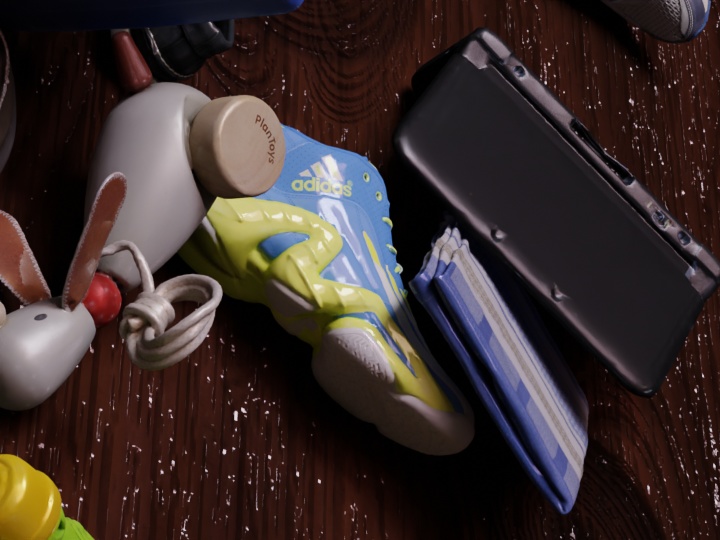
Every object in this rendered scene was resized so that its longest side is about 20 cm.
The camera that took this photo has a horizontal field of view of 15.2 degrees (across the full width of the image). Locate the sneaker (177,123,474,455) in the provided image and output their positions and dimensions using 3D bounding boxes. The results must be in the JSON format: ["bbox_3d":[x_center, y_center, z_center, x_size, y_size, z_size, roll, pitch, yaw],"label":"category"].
[{"bbox_3d":[0.000,0.000,1.378,0.200,0.076,0.105,43,66,-8],"label":"sneaker"}]

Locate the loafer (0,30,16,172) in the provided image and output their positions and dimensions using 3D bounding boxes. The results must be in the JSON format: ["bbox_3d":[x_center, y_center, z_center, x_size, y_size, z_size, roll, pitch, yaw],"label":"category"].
[{"bbox_3d":[-0.199,-0.063,1.235,0.073,0.071,0.200,9,46,-4],"label":"loafer"}]

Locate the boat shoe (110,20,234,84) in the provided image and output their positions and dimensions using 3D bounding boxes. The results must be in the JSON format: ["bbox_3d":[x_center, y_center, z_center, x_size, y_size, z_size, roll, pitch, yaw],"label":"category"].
[{"bbox_3d":[-0.085,-0.186,1.464,0.075,0.066,0.199,48,38,-35],"label":"boat shoe"}]

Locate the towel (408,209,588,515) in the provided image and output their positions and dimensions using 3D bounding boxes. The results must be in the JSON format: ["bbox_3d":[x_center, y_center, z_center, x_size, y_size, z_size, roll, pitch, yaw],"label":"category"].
[{"bbox_3d":[0.076,0.042,1.417,0.147,0.024,0.200,59,12,-7],"label":"towel"}]

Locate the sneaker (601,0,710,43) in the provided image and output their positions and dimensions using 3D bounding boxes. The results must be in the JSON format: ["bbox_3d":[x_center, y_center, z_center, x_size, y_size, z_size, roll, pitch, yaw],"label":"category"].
[{"bbox_3d":[0.139,-0.212,1.759,0.200,0.077,0.085,43,46,3],"label":"sneaker"}]

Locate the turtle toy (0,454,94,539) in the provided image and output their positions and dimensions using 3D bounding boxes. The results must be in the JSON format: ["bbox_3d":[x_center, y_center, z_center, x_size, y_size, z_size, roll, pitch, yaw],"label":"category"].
[{"bbox_3d":[-0.141,0.178,1.072,0.146,0.101,0.200,50,30,-43],"label":"turtle toy"}]

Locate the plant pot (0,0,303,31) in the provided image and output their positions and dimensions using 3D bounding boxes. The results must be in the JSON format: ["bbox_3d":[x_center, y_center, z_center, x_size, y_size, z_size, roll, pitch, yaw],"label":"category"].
[{"bbox_3d":[-0.122,-0.246,1.309,0.180,0.200,0.200,42,58,-45],"label":"plant pot"}]

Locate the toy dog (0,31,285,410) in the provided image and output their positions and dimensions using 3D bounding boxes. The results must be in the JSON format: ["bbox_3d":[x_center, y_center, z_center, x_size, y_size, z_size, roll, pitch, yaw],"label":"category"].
[{"bbox_3d":[-0.121,-0.035,1.261,0.096,0.132,0.200,56,31,-25],"label":"toy dog"}]

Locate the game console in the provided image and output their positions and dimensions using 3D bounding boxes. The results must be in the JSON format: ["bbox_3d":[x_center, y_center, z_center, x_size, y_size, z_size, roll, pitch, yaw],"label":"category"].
[{"bbox_3d":[0.093,-0.025,1.513,0.200,0.176,0.116,45,72,-7],"label":"game console"}]
